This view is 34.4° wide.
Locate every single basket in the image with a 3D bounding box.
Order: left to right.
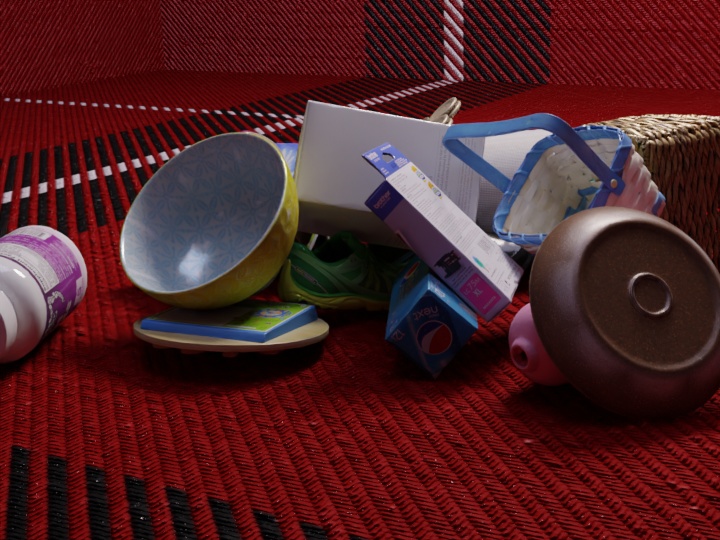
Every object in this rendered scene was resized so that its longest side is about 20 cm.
[{"bbox_3d":[0.196,-0.090,1.188,0.199,0.140,0.176,32,-14,-30],"label":"basket"},{"bbox_3d":[0.324,-0.073,1.318,0.148,0.202,0.142,-13,18,-30],"label":"basket"}]

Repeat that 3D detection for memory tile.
[{"bbox_3d":[0.057,-0.138,1.476,0.153,0.017,0.201,-35,17,35],"label":"memory tile"}]

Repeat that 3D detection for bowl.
[{"bbox_3d":[-0.140,-0.033,1.213,0.198,0.108,0.202,-15,52,20],"label":"bowl"}]

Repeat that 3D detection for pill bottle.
[{"bbox_3d":[-0.361,0.030,1.189,0.111,0.114,0.200,0,16,7],"label":"pill bottle"}]

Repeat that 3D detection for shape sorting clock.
[{"bbox_3d":[-0.131,0.061,1.184,0.197,0.040,0.200,0,12,0],"label":"shape sorting clock"}]

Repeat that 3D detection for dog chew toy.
[{"bbox_3d":[0.217,0.045,1.075,0.199,0.126,0.124,-22,25,-33],"label":"dog chew toy"}]

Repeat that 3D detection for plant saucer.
[{"bbox_3d":[0.245,0.028,1.009,0.198,0.202,0.037,-8,-22,-21],"label":"plant saucer"}]

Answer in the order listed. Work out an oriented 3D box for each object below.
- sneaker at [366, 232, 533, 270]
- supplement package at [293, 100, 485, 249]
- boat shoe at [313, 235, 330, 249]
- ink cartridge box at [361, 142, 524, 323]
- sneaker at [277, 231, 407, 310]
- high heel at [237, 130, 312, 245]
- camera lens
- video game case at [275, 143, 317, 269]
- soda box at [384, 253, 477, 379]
[{"bbox_3d":[0.103,-0.026,1.367,0.198,0.083,0.074,-3,38,10],"label":"sneaker"},{"bbox_3d":[0.025,-0.099,1.286,0.198,0.119,0.117,9,-14,-6],"label":"supplement package"},{"bbox_3d":[-0.037,-0.047,1.518,0.060,0.072,0.202,-28,25,4],"label":"boat shoe"},{"bbox_3d":[0.076,-0.042,1.162,0.042,0.200,0.119,-44,-1,20],"label":"ink cartridge box"},{"bbox_3d":[0.000,0.000,1.285,0.198,0.085,0.074,0,8,-40],"label":"sneaker"},{"bbox_3d":[-0.129,-0.094,1.339,0.095,0.201,0.068,13,59,27],"label":"high heel"},{"bbox_3d":[0.191,-0.092,1.449,0.198,0.162,0.160,-2,14,25],"label":"camera lens"},{"bbox_3d":[-0.134,-0.088,1.509,0.198,0.046,0.182,3,51,28],"label":"video game case"},{"bbox_3d":[0.073,0.033,1.173,0.064,0.068,0.200,38,15,-7],"label":"soda box"}]
